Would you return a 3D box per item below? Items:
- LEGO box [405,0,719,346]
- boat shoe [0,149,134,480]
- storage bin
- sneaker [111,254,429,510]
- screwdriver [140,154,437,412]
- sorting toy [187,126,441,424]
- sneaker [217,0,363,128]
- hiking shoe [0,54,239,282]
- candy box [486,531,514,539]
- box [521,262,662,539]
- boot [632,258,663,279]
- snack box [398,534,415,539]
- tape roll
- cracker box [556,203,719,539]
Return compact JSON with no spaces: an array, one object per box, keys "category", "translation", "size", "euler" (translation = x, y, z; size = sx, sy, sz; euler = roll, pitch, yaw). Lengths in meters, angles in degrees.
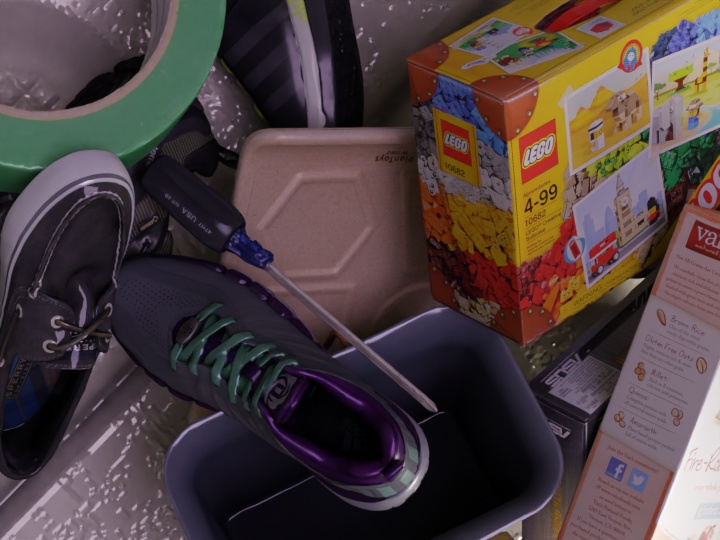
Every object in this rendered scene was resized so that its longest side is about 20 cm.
[{"category":"LEGO box","translation":[0.125,-0.076,1.130],"size":[0.199,0.077,0.150],"euler":[-31,129,-31]},{"category":"boat shoe","translation":[-0.157,0.030,1.079],"size":[0.069,0.066,0.201],"euler":[-2,135,-39]},{"category":"storage bin","translation":[-0.003,0.118,1.173],"size":[0.199,0.134,0.146],"euler":[-25,73,-9]},{"category":"sneaker","translation":[-0.051,0.047,1.077],"size":[0.199,0.088,0.075],"euler":[31,83,10]},{"category":"screwdriver","translation":[-0.034,0.005,1.097],"size":[0.199,0.028,0.029],"euler":[35,89,8]},{"category":"sorting toy","translation":[0.000,0.000,1.187],"size":[0.183,0.037,0.201],"euler":[-3,125,-28]},{"category":"sneaker","translation":[-0.048,-0.127,1.178],"size":[0.082,0.072,0.202],"euler":[0,112,15]},{"category":"hiking shoe","translation":[-0.150,-0.023,1.131],"size":[0.200,0.076,0.101],"euler":[-44,110,-12]},{"category":"candy box","translation":[0.016,0.242,1.183],"size":[0.199,0.056,0.117],"euler":[-25,130,-18]},{"category":"box","translation":[0.171,0.085,1.242],"size":[0.200,0.048,0.160],"euler":[-37,138,-35]},{"category":"boot","translation":[0.190,-0.112,1.272],"size":[0.200,0.073,0.151],"euler":[-44,115,-4]},{"category":"snack box","translation":[0.040,0.272,1.277],"size":[0.142,0.053,0.200],"euler":[-48,112,-9]},{"category":"tape roll","translation":[-0.169,-0.142,1.080],"size":[0.198,0.048,0.203],"euler":[4,76,-16]},{"category":"cracker box","translation":[0.193,0.070,1.165],"size":[0.134,0.057,0.202],"euler":[6,105,-57]}]
